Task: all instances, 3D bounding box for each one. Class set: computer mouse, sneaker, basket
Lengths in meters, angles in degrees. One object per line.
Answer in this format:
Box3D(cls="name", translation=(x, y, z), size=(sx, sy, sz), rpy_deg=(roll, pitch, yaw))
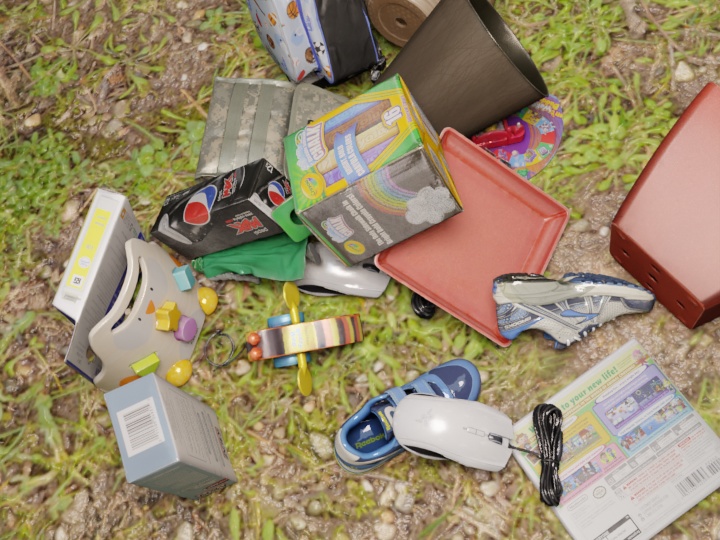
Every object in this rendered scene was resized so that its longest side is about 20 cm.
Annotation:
Box3D(cls="computer mouse", translation=(0.133, 0.185, 0.859), size=(0.198, 0.044, 0.111), rpy_deg=(13, 72, -6))
Box3D(cls="sneaker", translation=(0.056, 0.168, 0.908), size=(0.199, 0.082, 0.074), rpy_deg=(-33, 66, -6))
Box3D(cls="basket", translation=(0.105, -0.230, 0.990), size=(0.200, 0.136, 0.181), rpy_deg=(-37, 93, 28))
Box3D(cls="sneaker", translation=(0.251, 0.048, 0.933), size=(0.198, 0.077, 0.086), rpy_deg=(1, 100, -5))
Box3D(cls="computer mouse", translation=(0.000, 0.000, 0.993), size=(0.198, 0.044, 0.111), rpy_deg=(4, 70, 11))

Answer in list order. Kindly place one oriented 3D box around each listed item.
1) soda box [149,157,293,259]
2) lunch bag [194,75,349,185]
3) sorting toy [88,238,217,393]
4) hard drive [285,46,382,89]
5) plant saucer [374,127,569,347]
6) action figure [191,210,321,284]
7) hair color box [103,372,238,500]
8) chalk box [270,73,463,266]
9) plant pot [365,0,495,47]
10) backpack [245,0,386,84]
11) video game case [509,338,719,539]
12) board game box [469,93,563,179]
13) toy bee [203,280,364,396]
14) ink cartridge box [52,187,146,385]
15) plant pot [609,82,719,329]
Box3D(cls="soda box", translation=(-0.172, -0.072, 0.972), size=(0.199, 0.071, 0.064), rpy_deg=(-13, 49, 40))
Box3D(cls="lunch bag", translation=(-0.104, -0.161, 1.043), size=(0.198, 0.118, 0.166), rpy_deg=(5, 67, 4))
Box3D(cls="sorting toy", translation=(-0.266, 0.050, 0.952), size=(0.106, 0.180, 0.202), rpy_deg=(13, 72, 13))
Box3D(cls="hard drive", translation=(-0.070, -0.358, 1.153), size=(0.139, 0.038, 0.201), rpy_deg=(-26, 67, -1))
Box3D(cls="plant saucer", translation=(0.136, -0.039, 0.960), size=(0.199, 0.037, 0.201), rpy_deg=(32, 75, -11))
Box3D(cls="action figure", translation=(-0.139, -0.023, 1.004), size=(0.198, 0.055, 0.119), rpy_deg=(-9, 52, 29))
Box3D(cls="hair color box", translation=(-0.207, 0.192, 0.877), size=(0.060, 0.200, 0.100), rpy_deg=(-24, 67, 0))
Box3D(cls="chalk box", translation=(-0.006, -0.100, 0.887), size=(0.199, 0.124, 0.125), rpy_deg=(-25, 50, 16))
Box3D(cls="plant pot", translation=(0.073, -0.362, 1.039), size=(0.199, 0.201, 0.093), rpy_deg=(22, 71, 16))
Box3D(cls="backpack", translation=(-0.069, -0.349, 1.028), size=(0.153, 0.201, 0.191), rpy_deg=(-19, 36, -9))
Box3D(cls="video game case", translation=(0.292, 0.206, 0.888), size=(0.199, 0.022, 0.183), rpy_deg=(-34, 68, -4))
Box3D(cls="board game box", translation=(0.175, -0.209, 1.053), size=(0.199, 0.039, 0.159), rpy_deg=(32, 78, 18))
Box3D(cls="toy bee", translation=(-0.094, 0.093, 0.944), size=(0.199, 0.109, 0.132), rpy_deg=(-31, 86, 1))
Box3D(cls="ink cartridge box", translation=(-0.321, 0.029, 0.960), size=(0.047, 0.198, 0.202), rpy_deg=(18, 72, -2))
Box3D(cls="plant pot", translation=(0.393, -0.051, 0.885), size=(0.176, 0.200, 0.200), rpy_deg=(-42, 69, 2))
